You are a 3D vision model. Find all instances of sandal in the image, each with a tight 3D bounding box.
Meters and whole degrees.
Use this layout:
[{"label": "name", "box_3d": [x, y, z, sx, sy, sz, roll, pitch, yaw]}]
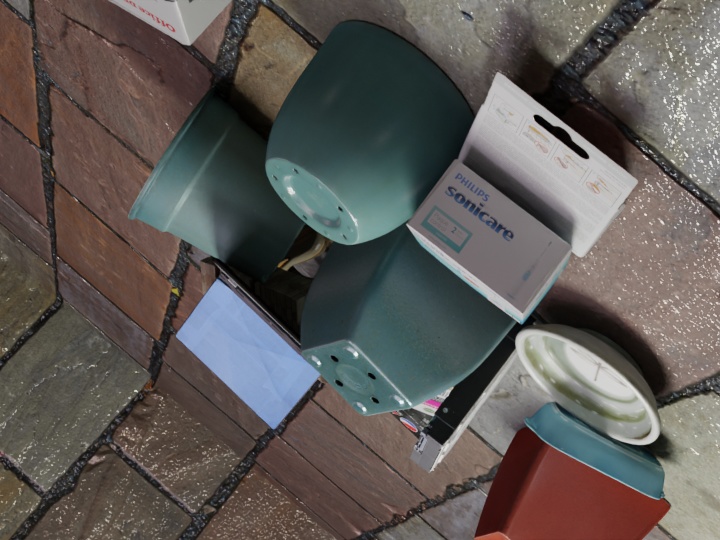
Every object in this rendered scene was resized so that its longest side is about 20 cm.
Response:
[{"label": "sandal", "box_3d": [-0.123, -0.025, 1.888, 0.199, 0.081, 0.054, -31, 155, 37]}]

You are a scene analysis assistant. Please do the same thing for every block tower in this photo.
[{"label": "block tower", "box_3d": [-0.129, 0.027, 1.833, 0.199, 0.054, 0.059, 22, 125, 38]}]

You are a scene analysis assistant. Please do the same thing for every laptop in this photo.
[{"label": "laptop", "box_3d": [-0.145, 0.098, 1.741, 0.187, 0.116, 0.200, 42, 176, 4]}]

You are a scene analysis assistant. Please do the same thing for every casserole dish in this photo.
[{"label": "casserole dish", "box_3d": [0.297, 0.217, 1.699, 0.198, 0.039, 0.121, 27, -172, -5]}]

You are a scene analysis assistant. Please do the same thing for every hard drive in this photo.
[{"label": "hard drive", "box_3d": [0.138, 0.149, 1.692, 0.038, 0.200, 0.140, 36, 160, 10]}]

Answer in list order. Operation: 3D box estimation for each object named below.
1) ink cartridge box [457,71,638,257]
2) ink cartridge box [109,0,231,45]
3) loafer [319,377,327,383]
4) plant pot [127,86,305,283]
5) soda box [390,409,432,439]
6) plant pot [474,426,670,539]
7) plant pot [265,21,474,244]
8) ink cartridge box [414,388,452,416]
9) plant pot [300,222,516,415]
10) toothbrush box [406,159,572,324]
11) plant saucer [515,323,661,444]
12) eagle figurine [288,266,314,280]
[{"label": "ink cartridge box", "box_3d": [0.181, -0.106, 1.285, 0.162, 0.057, 0.200, 38, 157, 7]}, {"label": "ink cartridge box", "box_3d": [-0.228, -0.355, 1.454, 0.145, 0.084, 0.201, 33, 160, 21]}, {"label": "loafer", "box_3d": [-0.051, 0.122, 2.039, 0.200, 0.070, 0.074, -68, -39, -74]}, {"label": "plant pot", "box_3d": [-0.164, -0.098, 1.767, 0.195, 0.202, 0.200, 33, 162, -6]}, {"label": "soda box", "box_3d": [0.069, 0.186, 2.101, 0.200, 0.071, 0.063, 44, 160, -11]}, {"label": "plant pot", "box_3d": [0.271, 0.341, 1.899, 0.200, 0.177, 0.200, 40, 161, 1]}, {"label": "plant pot", "box_3d": [-0.002, -0.126, 1.413, 0.200, 0.161, 0.201, 35, 160, 15]}, {"label": "ink cartridge box", "box_3d": [0.075, 0.131, 1.887, 0.198, 0.076, 0.165, 21, 159, 2]}, {"label": "plant pot", "box_3d": [0.043, 0.058, 1.624, 0.196, 0.201, 0.195, 46, 149, -17]}, {"label": "toothbrush box", "box_3d": [0.134, -0.025, 1.407, 0.146, 0.086, 0.200, 38, 179, 7]}, {"label": "plant saucer", "box_3d": [0.274, 0.120, 1.599, 0.199, 0.050, 0.201, 36, 160, 15]}, {"label": "eagle figurine", "box_3d": [-0.098, 0.024, 1.990, 0.198, 0.153, 0.151, 23, 175, 29]}]
